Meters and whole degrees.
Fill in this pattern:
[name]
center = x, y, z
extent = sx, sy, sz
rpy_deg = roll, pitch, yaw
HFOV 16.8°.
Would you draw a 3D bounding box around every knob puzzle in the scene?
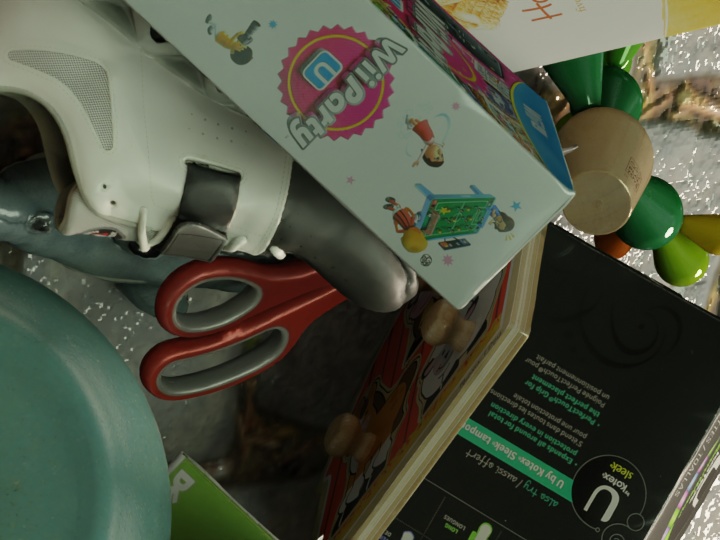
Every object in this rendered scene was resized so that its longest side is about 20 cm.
[knob puzzle]
center = 0.024, 0.028, 1.066
extent = 0.030, 0.220, 0.221
rpy_deg = 28, 90, -9

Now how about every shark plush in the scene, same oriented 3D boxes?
[shark plush]
center = -0.096, -0.029, 0.976
extent = 0.199, 0.083, 0.091
rpy_deg = 22, 95, -44

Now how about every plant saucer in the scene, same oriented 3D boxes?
[plant saucer]
center = -0.166, 0.084, 0.896
extent = 0.199, 0.036, 0.201
rpy_deg = 3, 75, -12

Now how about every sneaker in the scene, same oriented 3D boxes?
[sneaker]
center = -0.070, -0.035, 0.923
extent = 0.200, 0.074, 0.089
rpy_deg = 39, 80, -11

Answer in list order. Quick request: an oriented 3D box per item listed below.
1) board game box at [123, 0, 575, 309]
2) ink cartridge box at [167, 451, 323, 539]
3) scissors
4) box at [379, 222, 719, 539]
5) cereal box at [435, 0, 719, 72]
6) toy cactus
[board game box]
center = -0.018, -0.091, 0.895
extent = 0.200, 0.148, 0.064
rpy_deg = 43, 102, -12
[ink cartridge box]
center = -0.094, 0.148, 0.985
extent = 0.148, 0.076, 0.200
rpy_deg = -46, 175, -15
[scissors]
center = 0.000, 0.000, 1.005
extent = 0.199, 0.014, 0.073
rpy_deg = -20, 137, -20
[box]
center = 0.088, 0.098, 1.130
extent = 0.201, 0.124, 0.149
rpy_deg = -60, 165, -2
[cereal box]
center = 0.044, -0.141, 0.982
extent = 0.144, 0.199, 0.040
rpy_deg = 55, 33, -40
[toy cactus]
center = 0.120, -0.065, 1.105
extent = 0.102, 0.165, 0.201
rpy_deg = -9, 116, 13
